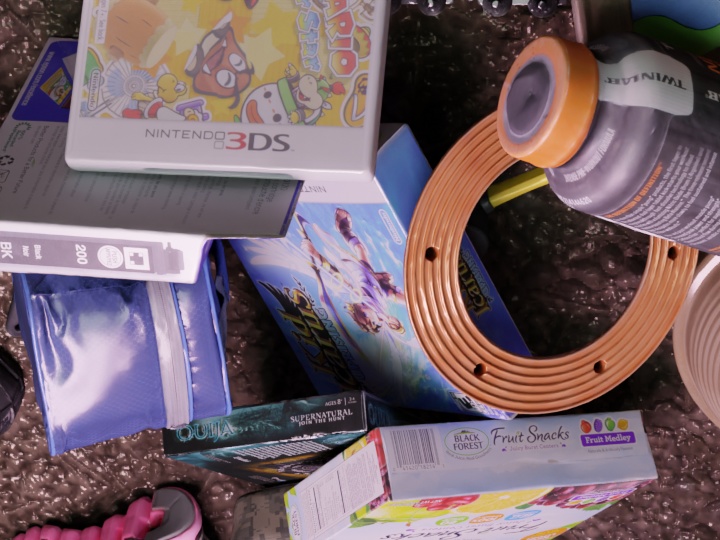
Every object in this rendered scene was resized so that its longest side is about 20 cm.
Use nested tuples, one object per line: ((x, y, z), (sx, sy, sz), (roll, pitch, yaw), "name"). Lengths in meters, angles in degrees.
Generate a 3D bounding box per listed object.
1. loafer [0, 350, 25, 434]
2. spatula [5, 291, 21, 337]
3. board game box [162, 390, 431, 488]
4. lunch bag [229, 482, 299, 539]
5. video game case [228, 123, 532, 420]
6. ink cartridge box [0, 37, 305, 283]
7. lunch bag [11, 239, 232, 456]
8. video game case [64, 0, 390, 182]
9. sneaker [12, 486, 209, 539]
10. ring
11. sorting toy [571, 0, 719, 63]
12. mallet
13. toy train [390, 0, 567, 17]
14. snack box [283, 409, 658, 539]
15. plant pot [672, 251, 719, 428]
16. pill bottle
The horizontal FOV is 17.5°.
((-0.319, 0.047, 1.596), (0.200, 0.071, 0.068), (38, 123, -13), "loafer")
((-0.205, -0.027, 1.548), (0.056, 0.021, 0.201), (2, 135, -25), "spatula")
((-0.031, 0.112, 1.519), (0.134, 0.200, 0.028), (-9, 77, 15), "board game box")
((-0.010, 0.264, 1.596), (0.138, 0.169, 0.201), (-8, 135, 21), "lunch bag")
((0.000, 0.000, 1.457), (0.181, 0.045, 0.201), (4, 132, 49), "video game case")
((-0.120, -0.068, 1.394), (0.198, 0.199, 0.044), (3, 128, 11), "ink cartridge box")
((-0.147, 0.010, 1.450), (0.131, 0.200, 0.137), (-10, 123, -10), "lunch bag")
((-0.072, -0.153, 1.350), (0.180, 0.202, 0.023), (3, 166, 11), "video game case")
((-0.185, 0.228, 1.696), (0.199, 0.079, 0.096), (-17, 130, 24), "sneaker")
((0.114, -0.012, 1.391), (0.199, 0.019, 0.202), (-7, 108, -21), "ring")
((0.216, -0.185, 1.327), (0.198, 0.037, 0.186), (-5, 122, 10), "sorting toy")
((0.127, -0.057, 1.427), (0.199, 0.066, 0.041), (-18, 135, 22), "mallet")
((0.034, -0.177, 1.388), (0.198, 0.034, 0.046), (2, 114, 11), "toy train")
((0.069, 0.139, 1.494), (0.199, 0.053, 0.142), (-1, 160, -28), "snack box")
((0.291, 0.058, 1.453), (0.199, 0.093, 0.202), (7, 125, 10), "plant pot")
((0.177, -0.072, 1.330), (0.199, 0.107, 0.106), (16, 130, -27), "pill bottle")
